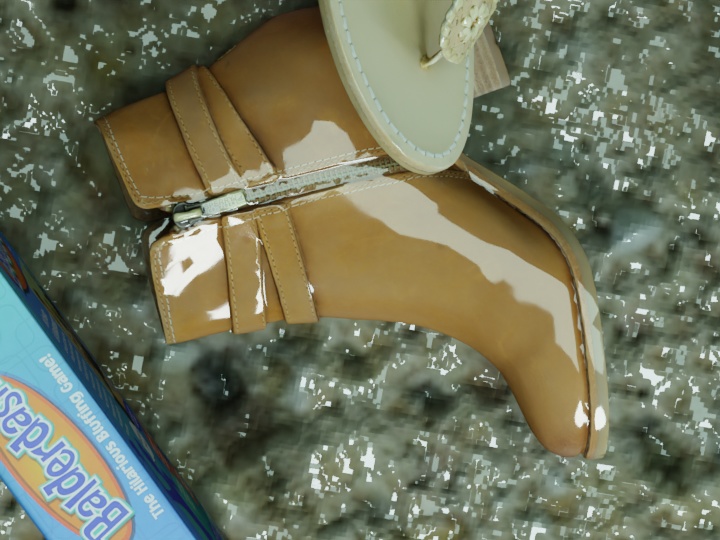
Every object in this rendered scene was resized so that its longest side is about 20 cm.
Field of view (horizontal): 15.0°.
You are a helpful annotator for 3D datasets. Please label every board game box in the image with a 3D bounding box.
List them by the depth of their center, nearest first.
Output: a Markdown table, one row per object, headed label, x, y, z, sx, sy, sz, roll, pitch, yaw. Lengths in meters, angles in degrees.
| label | x | y | z | sx | sy | sz | roll | pitch | yaw |
| --- | --- | --- | --- | --- | --- | --- | --- | --- | --- |
| board game box | -0.110 | 0.054 | 0.985 | 0.045 | 0.152 | 0.200 | -35 | 101 | -3 |

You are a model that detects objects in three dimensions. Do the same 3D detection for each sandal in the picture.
| label | x | y | z | sx | sy | sz | roll | pitch | yaw |
| --- | --- | --- | --- | --- | --- | --- | --- | --- | --- |
| sandal | 0.031 | -0.146 | 0.981 | 0.078 | 0.070 | 0.212 | 11 | 69 | -45 |

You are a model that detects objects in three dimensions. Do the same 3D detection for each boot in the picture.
| label | x | y | z | sx | sy | sz | roll | pitch | yaw |
| --- | --- | --- | --- | --- | --- | --- | --- | --- | --- |
| boot | 0.000 | 0.000 | 1.031 | 0.155 | 0.077 | 0.200 | -22 | 97 | -9 |
